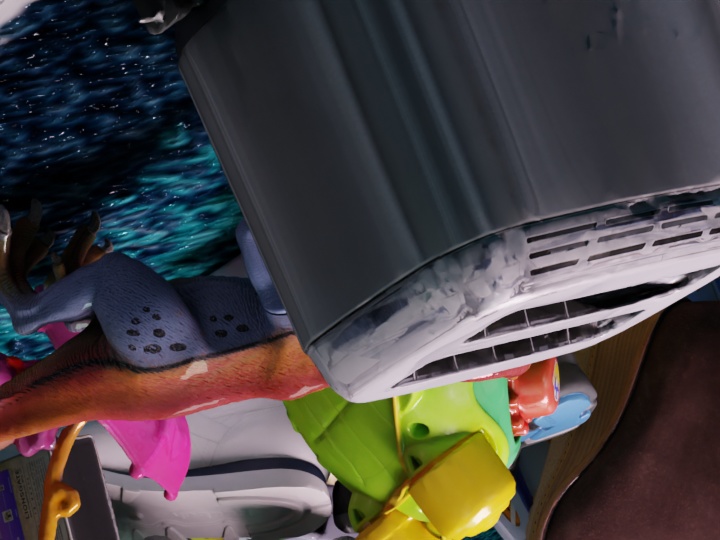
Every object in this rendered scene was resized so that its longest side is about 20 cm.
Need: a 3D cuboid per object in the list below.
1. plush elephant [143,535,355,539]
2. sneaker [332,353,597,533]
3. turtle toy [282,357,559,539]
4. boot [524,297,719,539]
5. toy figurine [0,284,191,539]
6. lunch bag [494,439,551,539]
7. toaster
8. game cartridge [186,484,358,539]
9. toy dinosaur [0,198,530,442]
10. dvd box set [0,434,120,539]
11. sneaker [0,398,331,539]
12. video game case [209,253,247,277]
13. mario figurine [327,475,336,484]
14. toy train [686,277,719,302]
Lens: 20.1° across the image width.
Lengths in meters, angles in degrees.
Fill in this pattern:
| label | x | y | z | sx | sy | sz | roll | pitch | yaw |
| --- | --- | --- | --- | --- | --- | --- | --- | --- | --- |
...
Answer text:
| label | x | y | z | sx | sy | sz | roll | pitch | yaw |
| --- | --- | --- | --- | --- | --- | --- | --- | --- | --- |
| plush elephant | -0.058 | 0.212 | 1.004 | 0.199 | 0.167 | 0.154 | 3 | 180 | 42 |
| sneaker | 0.041 | 0.067 | 0.978 | 0.073 | 0.083 | 0.200 | -9 | 158 | -35 |
| turtle toy | 0.027 | 0.031 | 0.825 | 0.101 | 0.146 | 0.200 | -34 | 172 | -28 |
| boot | 0.163 | 0.114 | 0.938 | 0.165 | 0.202 | 0.072 | 3 | 178 | 37 |
| toy figurine | -0.149 | 0.093 | 0.807 | 0.198 | 0.186 | 0.150 | 18 | 170 | 6 |
| lunch bag | 0.118 | 0.102 | 1.095 | 0.123 | 0.202 | 0.170 | -22 | -176 | -6 |
| toaster | 0.036 | -0.042 | 0.610 | 0.199 | 0.130 | 0.113 | -10 | 162 | -43 |
| game cartridge | -0.092 | 0.135 | 1.129 | 0.198 | 0.041 | 0.133 | 15 | 161 | -10 |
| toy dinosaur | -0.038 | 0.031 | 0.716 | 0.201 | 0.180 | 0.105 | -62 | 158 | -8 |
| dvd box set | -0.179 | 0.172 | 0.977 | 0.029 | 0.148 | 0.199 | -8 | 169 | -46 |
| sneaker | -0.111 | 0.089 | 1.028 | 0.198 | 0.081 | 0.077 | 2 | 149 | -2 |
| video game case | 0.000 | 0.000 | 0.969 | 0.199 | 0.024 | 0.181 | -33 | 164 | 39 |
| mario figurine | -0.035 | 0.109 | 1.156 | 0.106 | 0.124 | 0.200 | -34 | 164 | -3 |
| toy train | 0.187 | -0.014 | 1.013 | 0.086 | 0.115 | 0.200 | -20 | 167 | -10 |
